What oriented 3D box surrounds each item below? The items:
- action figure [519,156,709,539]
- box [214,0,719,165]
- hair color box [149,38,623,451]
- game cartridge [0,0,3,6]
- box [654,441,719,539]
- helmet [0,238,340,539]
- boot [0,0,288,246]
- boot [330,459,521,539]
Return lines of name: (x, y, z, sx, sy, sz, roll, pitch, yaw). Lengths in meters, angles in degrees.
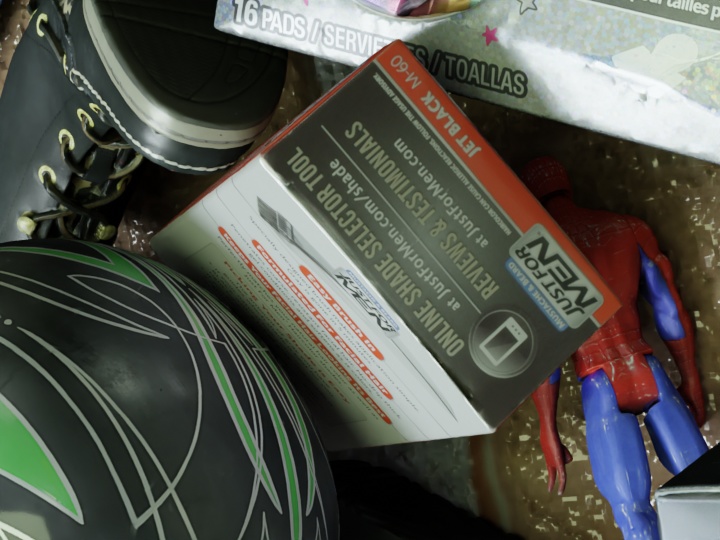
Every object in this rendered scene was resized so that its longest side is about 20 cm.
action figure: (0.097, 0.051, 0.756, 0.065, 0.052, 0.201, -16, 77, -9)
box: (0.073, -0.116, 0.694, 0.200, 0.132, 0.115, 17, 107, 25)
hair color box: (0.000, 0.000, 0.720, 0.064, 0.200, 0.111, -42, 96, -14)
game cartridge: (-0.203, -0.136, 0.854, 0.129, 0.038, 0.200, 17, 116, -22)
box: (0.181, 0.138, 0.661, 0.104, 0.182, 0.201, -3, 99, 29)
helmet: (-0.104, 0.086, 0.739, 0.190, 0.200, 0.200, -31, 85, 27)
boot: (-0.094, -0.048, 0.794, 0.204, 0.073, 0.154, -119, 44, -54)
boot: (0.030, 0.183, 0.817, 0.198, 0.073, 0.163, 28, 110, 29)
